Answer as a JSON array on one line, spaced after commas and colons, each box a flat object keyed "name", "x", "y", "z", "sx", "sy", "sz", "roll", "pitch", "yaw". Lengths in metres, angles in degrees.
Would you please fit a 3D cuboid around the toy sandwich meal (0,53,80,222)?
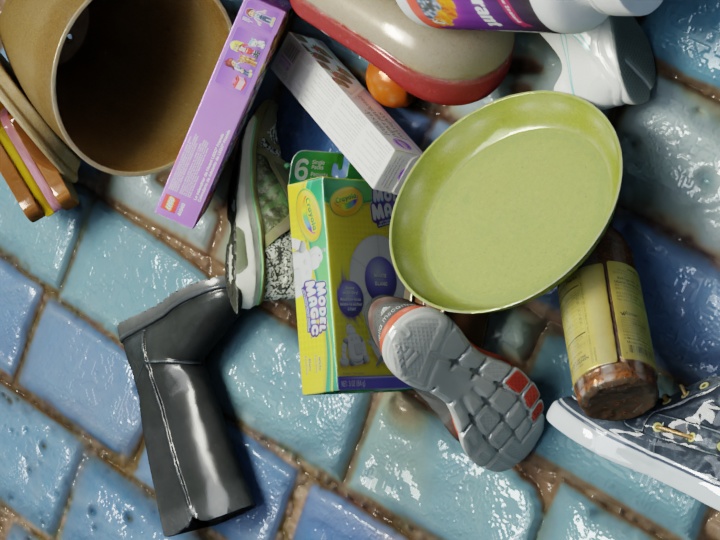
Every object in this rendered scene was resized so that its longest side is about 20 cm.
[{"name": "toy sandwich meal", "x": -0.333, "y": -0.138, "z": 1.919, "sx": 0.070, "sy": 0.205, "sz": 0.205, "roll": -38, "pitch": 63, "yaw": -1}]

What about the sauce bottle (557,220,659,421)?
[{"name": "sauce bottle", "x": 0.182, "y": 0.015, "z": 1.550, "sx": 0.066, "sy": 0.066, "sz": 0.200, "roll": -30, "pitch": 46, "yaw": 33}]

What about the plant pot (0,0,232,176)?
[{"name": "plant pot", "x": -0.241, "y": -0.203, "z": 1.864, "sx": 0.200, "sy": 0.186, "sz": 0.187, "roll": 31, "pitch": 107, "yaw": 49}]

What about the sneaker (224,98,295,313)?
[{"name": "sneaker", "x": -0.069, "y": -0.054, "z": 1.786, "sx": 0.077, "sy": 0.088, "sz": 0.200, "roll": 120, "pitch": 154, "yaw": -65}]

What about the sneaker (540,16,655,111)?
[{"name": "sneaker", "x": 0.169, "y": -0.220, "z": 1.594, "sx": 0.080, "sy": 0.070, "sz": 0.201, "roll": -13, "pitch": 81, "yaw": 40}]

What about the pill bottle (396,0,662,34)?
[{"name": "pill bottle", "x": 0.126, "y": -0.231, "z": 1.514, "sx": 0.200, "sy": 0.111, "sz": 0.112, "roll": 8, "pitch": 93, "yaw": 41}]

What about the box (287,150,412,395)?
[{"name": "box", "x": 0.000, "y": 0.000, "z": 1.687, "sx": 0.048, "sy": 0.117, "sz": 0.200, "roll": -12, "pitch": 81, "yaw": 43}]

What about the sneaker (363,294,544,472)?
[{"name": "sneaker", "x": 0.073, "y": 0.078, "z": 1.604, "sx": 0.077, "sy": 0.200, "sz": 0.082, "roll": -44, "pitch": 37, "yaw": -4}]

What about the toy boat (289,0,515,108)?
[{"name": "toy boat", "x": 0.034, "y": -0.190, "z": 1.684, "sx": 0.200, "sy": 0.130, "sz": 0.131, "roll": 37, "pitch": 141, "yaw": 34}]

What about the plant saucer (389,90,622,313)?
[{"name": "plant saucer", "x": 0.115, "y": -0.047, "z": 1.575, "sx": 0.200, "sy": 0.031, "sz": 0.200, "roll": -19, "pitch": 51, "yaw": 24}]

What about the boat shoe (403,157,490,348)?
[{"name": "boat shoe", "x": 0.081, "y": 0.006, "z": 1.652, "sx": 0.068, "sy": 0.072, "sz": 0.200, "roll": -3, "pitch": 87, "yaw": 39}]

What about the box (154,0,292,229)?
[{"name": "box", "x": -0.115, "y": -0.142, "z": 1.765, "sx": 0.039, "sy": 0.137, "sz": 0.200, "roll": 24, "pitch": 100, "yaw": -2}]

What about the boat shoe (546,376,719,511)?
[{"name": "boat shoe", "x": 0.238, "y": 0.113, "z": 1.536, "sx": 0.200, "sy": 0.071, "sz": 0.091, "roll": 24, "pitch": 94, "yaw": 34}]

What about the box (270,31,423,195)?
[{"name": "box", "x": -0.012, "y": -0.133, "z": 1.721, "sx": 0.200, "sy": 0.039, "sz": 0.041, "roll": 50, "pitch": 120, "yaw": 44}]

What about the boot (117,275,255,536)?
[{"name": "boot", "x": -0.134, "y": 0.121, "z": 1.821, "sx": 0.165, "sy": 0.066, "sz": 0.200, "roll": -28, "pitch": 69, "yaw": 42}]
